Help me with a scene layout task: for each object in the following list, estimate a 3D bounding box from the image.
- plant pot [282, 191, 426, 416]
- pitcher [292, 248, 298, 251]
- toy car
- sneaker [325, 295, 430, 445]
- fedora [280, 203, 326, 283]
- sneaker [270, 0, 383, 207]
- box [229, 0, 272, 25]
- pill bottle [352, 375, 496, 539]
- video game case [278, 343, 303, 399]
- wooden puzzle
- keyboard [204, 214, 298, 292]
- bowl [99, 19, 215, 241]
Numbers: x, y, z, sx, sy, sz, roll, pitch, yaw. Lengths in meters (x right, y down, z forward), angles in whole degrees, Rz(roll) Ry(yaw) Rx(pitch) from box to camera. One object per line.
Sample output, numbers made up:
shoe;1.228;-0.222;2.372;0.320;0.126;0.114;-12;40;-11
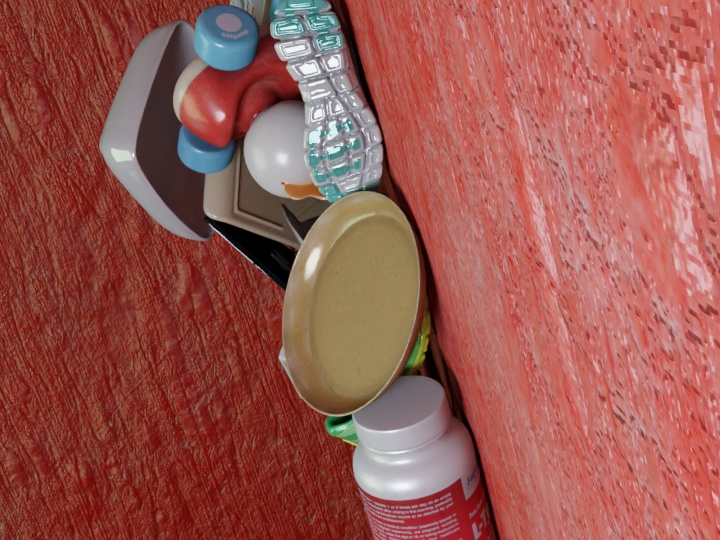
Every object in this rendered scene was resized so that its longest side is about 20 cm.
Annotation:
plant pot;-0.004;0.030;0.875;0.200;0.027;0.201;-21;62;48
pitcher;-0.019;0.020;1.472;0.172;0.121;0.201;-52;-50;-42
toy car;-0.069;-0.145;0.984;0.200;0.176;0.185;49;145;18
sneaker;0.013;0.076;0.923;0.074;0.083;0.201;-139;58;-65
fedora;0.000;0.000;1.035;0.201;0.090;0.177;64;180;0
sneaker;-0.020;-0.159;0.903;0.091;0.077;0.201;-70;-30;-67
box;-0.105;-0.323;1.076;0.201;0.041;0.156;105;155;-47
pill bottle;0.057;0.201;0.893;0.112;0.112;0.201;-113;6;-65
video game case;0.006;0.144;1.108;0.200;0.181;0.023;81;-152;-70
wooden puzzle;-0.098;-0.121;1.152;0.199;0.037;0.186;18;-114;-42
keyboard;-0.096;-0.001;1.127;0.200;0.040;0.104;42;-157;-7
bowl;-0.213;-0.150;1.096;0.200;0.074;0.201;57;-141;-55
